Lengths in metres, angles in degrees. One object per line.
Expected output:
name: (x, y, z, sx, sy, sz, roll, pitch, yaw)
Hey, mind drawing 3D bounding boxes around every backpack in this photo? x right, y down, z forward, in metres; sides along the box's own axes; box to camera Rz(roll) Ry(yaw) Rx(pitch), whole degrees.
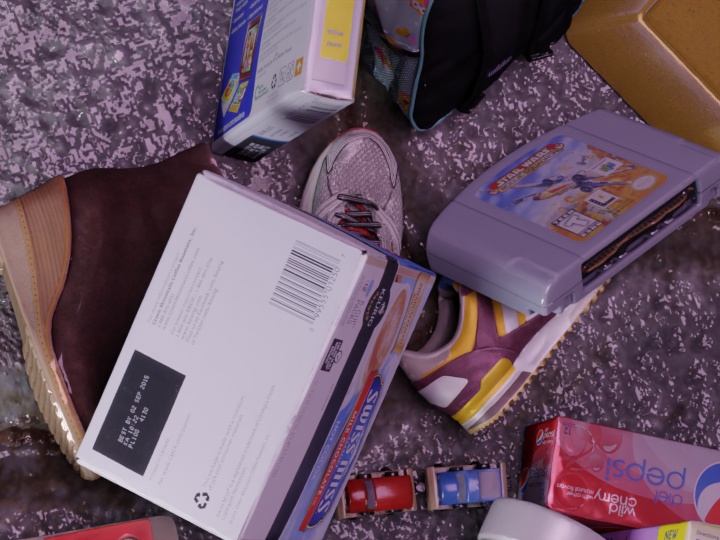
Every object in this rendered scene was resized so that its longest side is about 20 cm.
backpack: (0.069, -0.221, 1.508, 0.175, 0.200, 0.154, -34, 75, -18)

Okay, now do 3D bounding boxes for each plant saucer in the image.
plant saucer: (0.285, -0.179, 1.646, 0.200, 0.048, 0.200, 44, 71, -5)

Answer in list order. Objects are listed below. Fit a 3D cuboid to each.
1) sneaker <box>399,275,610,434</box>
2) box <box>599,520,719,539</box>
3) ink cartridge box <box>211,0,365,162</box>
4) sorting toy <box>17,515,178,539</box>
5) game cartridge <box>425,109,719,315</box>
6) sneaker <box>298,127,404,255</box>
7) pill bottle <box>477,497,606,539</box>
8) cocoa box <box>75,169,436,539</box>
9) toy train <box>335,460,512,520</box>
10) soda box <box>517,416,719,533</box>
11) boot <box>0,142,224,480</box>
sneaker: (0.107, 0.013, 1.545, 0.090, 0.075, 0.200, 40, 70, -7)
box: (0.207, 0.279, 1.473, 0.096, 0.176, 0.201, 16, 76, -14)
ink cartridge box: (-0.042, -0.189, 1.469, 0.047, 0.198, 0.201, 13, 78, -17)
sorting toy: (-0.195, 0.259, 1.377, 0.199, 0.070, 0.200, -8, 70, -12)
game cartridge: (0.147, -0.045, 1.536, 0.200, 0.133, 0.042, -35, 135, -31)
sneaker: (0.000, 0.000, 1.509, 0.077, 0.082, 0.202, 6, 78, -16)
pill bottle: (0.092, 0.261, 1.474, 0.114, 0.114, 0.201, 27, 74, -11)
cocoa box: (-0.064, 0.060, 1.404, 0.133, 0.131, 0.201, 25, 93, 23)
toy train: (0.014, 0.151, 1.505, 0.199, 0.046, 0.034, -3, 81, -18)
soda box: (0.213, 0.156, 1.557, 0.199, 0.063, 0.071, 12, 77, -15)
boot: (-0.145, 0.023, 1.465, 0.165, 0.072, 0.201, -16, 82, -17)
